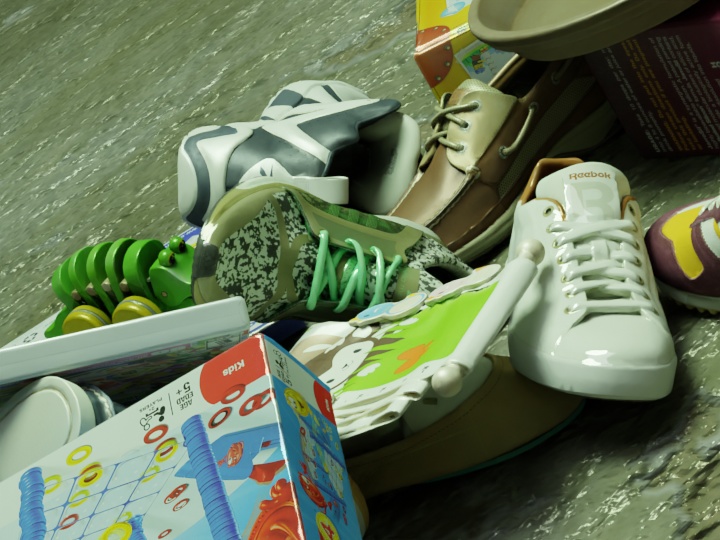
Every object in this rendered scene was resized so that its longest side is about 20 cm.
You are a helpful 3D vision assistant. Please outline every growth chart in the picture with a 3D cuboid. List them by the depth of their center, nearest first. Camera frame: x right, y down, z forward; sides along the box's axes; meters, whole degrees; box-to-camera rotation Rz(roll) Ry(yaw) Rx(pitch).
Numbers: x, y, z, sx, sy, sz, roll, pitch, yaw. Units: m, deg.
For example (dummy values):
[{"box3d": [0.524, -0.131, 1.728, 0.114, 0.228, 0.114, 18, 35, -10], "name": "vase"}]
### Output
[{"box3d": [-0.010, 0.049, 1.399, 0.200, 0.018, 0.145, -22, 20, 25], "name": "growth chart"}]

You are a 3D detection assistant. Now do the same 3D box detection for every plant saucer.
[{"box3d": [0.149, -0.170, 1.589, 0.200, 0.029, 0.200, -29, 20, 11], "name": "plant saucer"}]

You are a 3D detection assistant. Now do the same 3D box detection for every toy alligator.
[{"box3d": [-0.109, 0.004, 1.644, 0.200, 0.054, 0.059, -11, 29, 40], "name": "toy alligator"}]

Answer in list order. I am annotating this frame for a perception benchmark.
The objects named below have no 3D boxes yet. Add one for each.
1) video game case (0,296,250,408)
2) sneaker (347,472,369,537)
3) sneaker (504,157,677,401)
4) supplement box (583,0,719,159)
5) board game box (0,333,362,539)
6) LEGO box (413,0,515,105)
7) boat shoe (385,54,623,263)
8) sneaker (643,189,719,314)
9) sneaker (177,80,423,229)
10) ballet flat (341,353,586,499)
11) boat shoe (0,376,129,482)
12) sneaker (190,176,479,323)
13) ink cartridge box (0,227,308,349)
[{"box3d": [-0.127, 0.052, 1.487, 0.143, 0.018, 0.200, -13, -9, -5], "name": "video game case"}, {"box3d": [-0.095, 0.140, 1.417, 0.200, 0.075, 0.088, -18, 26, 32], "name": "sneaker"}, {"box3d": [0.103, -0.002, 1.422, 0.073, 0.085, 0.200, 0, 20, -10], "name": "sneaker"}, {"box3d": [0.224, -0.126, 1.549, 0.110, 0.086, 0.200, -45, 25, -29], "name": "supplement box"}, {"box3d": [-0.092, 0.156, 1.286, 0.200, 0.056, 0.196, -31, 45, 17], "name": "board game box"}, {"box3d": [0.135, -0.168, 1.769, 0.200, 0.077, 0.149, -26, 23, 14], "name": "LEGO box"}, {"box3d": [0.069, -0.070, 1.652, 0.200, 0.074, 0.076, -43, 24, -26], "name": "boat shoe"}, {"box3d": [0.195, -0.033, 1.382, 0.075, 0.090, 0.200, -44, 25, -29], "name": "sneaker"}, {"box3d": [-0.004, -0.064, 1.728, 0.129, 0.080, 0.199, 6, 9, 27], "name": "sneaker"}, {"box3d": [0.010, 0.075, 1.433, 0.200, 0.063, 0.069, -23, 24, 20], "name": "ballet flat"}, {"box3d": [-0.180, 0.122, 1.431, 0.200, 0.062, 0.075, -44, 50, 22], "name": "boat shoe"}, {"box3d": [0.000, 0.000, 1.496, 0.089, 0.077, 0.200, 13, 6, 42], "name": "sneaker"}, {"box3d": [-0.129, 0.055, 1.690, 0.197, 0.047, 0.200, -31, 23, -3], "name": "ink cartridge box"}]
